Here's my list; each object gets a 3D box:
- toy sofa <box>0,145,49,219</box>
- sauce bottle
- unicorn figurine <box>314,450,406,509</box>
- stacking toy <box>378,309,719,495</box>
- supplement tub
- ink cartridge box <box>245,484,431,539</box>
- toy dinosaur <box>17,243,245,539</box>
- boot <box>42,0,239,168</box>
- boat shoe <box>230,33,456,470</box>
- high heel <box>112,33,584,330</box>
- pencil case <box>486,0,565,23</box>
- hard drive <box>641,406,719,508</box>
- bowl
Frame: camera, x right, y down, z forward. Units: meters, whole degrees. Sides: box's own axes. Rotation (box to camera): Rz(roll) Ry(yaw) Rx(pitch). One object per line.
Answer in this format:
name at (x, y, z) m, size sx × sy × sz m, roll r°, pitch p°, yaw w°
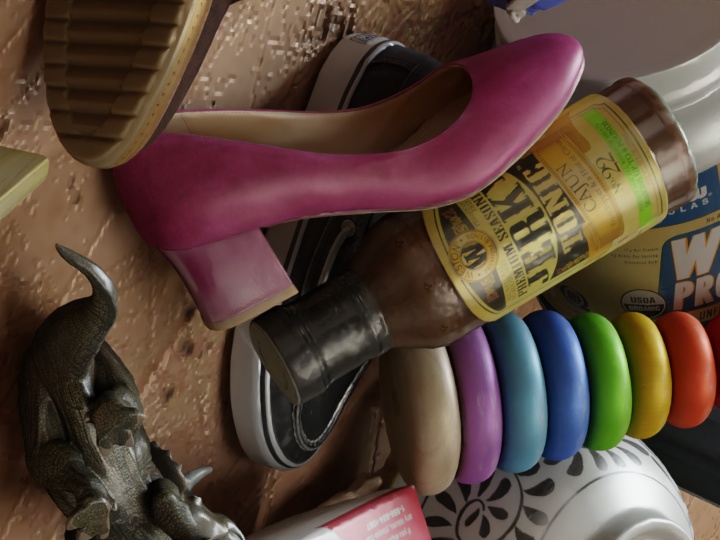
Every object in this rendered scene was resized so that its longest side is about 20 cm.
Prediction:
toy sofa at (-0.176, 0.049, 0.843) m, size 0.083 × 0.097 × 0.202 m, roll -54°, pitch 155°, yaw -68°
sauce bottle at (0.048, -0.009, 1.017) m, size 0.199 × 0.065 × 0.065 m, roll -32°, pitch 138°, yaw -14°
unicorn figurine at (0.000, 0.185, 1.199) m, size 0.137 × 0.074 × 0.201 m, roll -39°, pitch 123°, yaw -36°
stacking toy at (0.112, 0.048, 1.125) m, size 0.198 × 0.086 × 0.086 m, roll -8°, pitch 124°, yaw -12°
supplement tub at (0.139, -0.063, 1.167) m, size 0.145 × 0.144 × 0.201 m, roll -49°, pitch 144°, yaw -26°
ink cartridge box at (-0.011, 0.211, 1.053) m, size 0.147 × 0.085 × 0.201 m, roll -20°, pitch 90°, yaw -58°
toy dinosaur at (-0.105, 0.069, 0.951) m, size 0.077 × 0.102 × 0.201 m, roll -32°, pitch 128°, yaw -7°
boot at (-0.033, -0.125, 0.937) m, size 0.166 × 0.072 × 0.201 m, roll 14°, pitch 94°, yaw -56°
boat shoe at (0.000, 0.000, 1.070) m, size 0.072 × 0.067 × 0.201 m, roll 3°, pitch 107°, yaw -57°
high heel at (-0.004, -0.065, 0.982) m, size 0.199 × 0.067 × 0.096 m, roll -30°, pitch 116°, yaw -6°
pencil case at (0.039, -0.149, 0.922) m, size 0.200 × 0.077 × 0.088 m, roll 10°, pitch 81°, yaw -67°
hard drive at (0.222, 0.074, 1.325) m, size 0.139 × 0.199 × 0.033 m, roll -42°, pitch 141°, yaw -34°
bowl at (0.105, 0.155, 1.175) m, size 0.200 × 0.094 × 0.203 m, roll -8°, pitch 102°, yaw -42°
